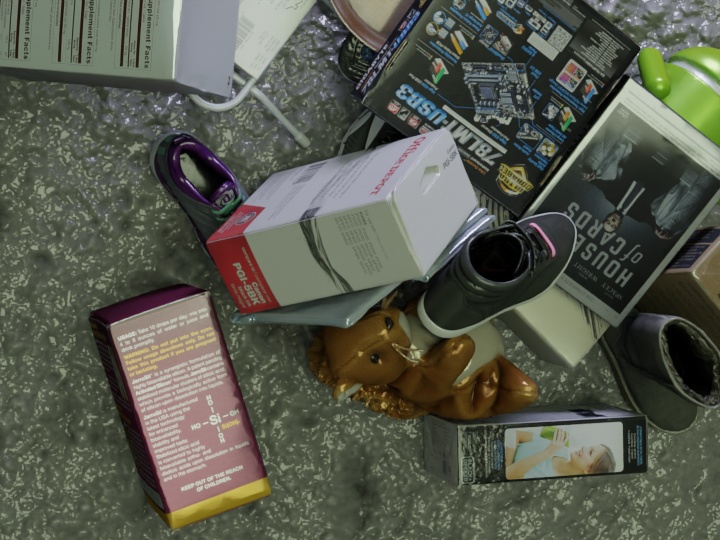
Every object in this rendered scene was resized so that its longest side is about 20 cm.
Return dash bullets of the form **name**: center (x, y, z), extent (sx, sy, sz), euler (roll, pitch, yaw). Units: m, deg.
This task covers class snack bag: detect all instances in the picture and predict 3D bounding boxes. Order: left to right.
- **snack bag**: center (0.000, 0.000, 1.467), extent (0.200, 0.188, 0.021), euler (-39, 113, -33)

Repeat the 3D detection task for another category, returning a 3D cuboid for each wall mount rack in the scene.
- **wall mount rack**: center (-0.078, -0.219, 1.523), extent (0.174, 0.075, 0.200), euler (37, 84, -11)

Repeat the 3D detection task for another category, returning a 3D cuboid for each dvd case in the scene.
- **dvd case**: center (0.250, -0.065, 1.538), extent (0.150, 0.025, 0.200), euler (35, 98, -14)

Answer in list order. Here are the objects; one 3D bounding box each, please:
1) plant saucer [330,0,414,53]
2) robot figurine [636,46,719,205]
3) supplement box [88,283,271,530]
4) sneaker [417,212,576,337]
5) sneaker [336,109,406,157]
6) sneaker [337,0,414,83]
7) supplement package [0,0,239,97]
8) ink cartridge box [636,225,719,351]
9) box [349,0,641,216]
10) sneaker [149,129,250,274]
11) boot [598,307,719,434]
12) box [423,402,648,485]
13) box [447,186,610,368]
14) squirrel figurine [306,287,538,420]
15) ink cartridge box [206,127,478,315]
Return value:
- **plant saucer**: center (0.057, -0.291, 1.494), extent (0.200, 0.032, 0.201), euler (0, 90, -12)
- **robot figurine**: center (0.320, -0.143, 1.608), extent (0.200, 0.116, 0.176), euler (-44, 118, -7)
- **supplement box**: center (-0.170, 0.123, 1.488), extent (0.103, 0.131, 0.200), euler (-19, 99, -15)
- **sneaker**: center (0.145, -0.013, 1.435), extent (0.200, 0.099, 0.071), euler (-31, 79, -35)
- **sneaker**: center (0.043, -0.146, 1.547), extent (0.066, 0.090, 0.200), euler (38, 84, -13)
- **sneaker**: center (0.058, -0.249, 1.550), extent (0.200, 0.077, 0.076), euler (-41, 101, -10)
- **supplement package**: center (-0.224, -0.236, 1.385), extent (0.199, 0.191, 0.148), euler (6, 93, 9)
- **ink cartridge box**: center (0.372, 0.050, 1.610), extent (0.075, 0.165, 0.200), euler (-46, 104, -14)
- **box**: center (0.126, -0.185, 1.476), extent (0.200, 0.050, 0.199), euler (33, 96, -22)
- **sneaker**: center (-0.125, -0.046, 1.510), extent (0.074, 0.088, 0.200), euler (-44, 103, -8)
- **boot**: center (0.314, 0.105, 1.579), extent (0.073, 0.200, 0.182), euler (-43, 105, -11)
- **box**: center (0.173, 0.172, 1.592), extent (0.199, 0.117, 0.060), euler (-1, 92, -14)
- **box**: center (0.153, 0.005, 1.593), extent (0.200, 0.082, 0.068), euler (44, 81, -15)
- **squirrel figurine**: center (0.030, 0.086, 1.504), extent (0.186, 0.200, 0.142), euler (0, 70, -39)
- **ink cartridge box**: center (-0.014, -0.043, 1.435), extent (0.147, 0.200, 0.083), euler (-50, 121, -51)
